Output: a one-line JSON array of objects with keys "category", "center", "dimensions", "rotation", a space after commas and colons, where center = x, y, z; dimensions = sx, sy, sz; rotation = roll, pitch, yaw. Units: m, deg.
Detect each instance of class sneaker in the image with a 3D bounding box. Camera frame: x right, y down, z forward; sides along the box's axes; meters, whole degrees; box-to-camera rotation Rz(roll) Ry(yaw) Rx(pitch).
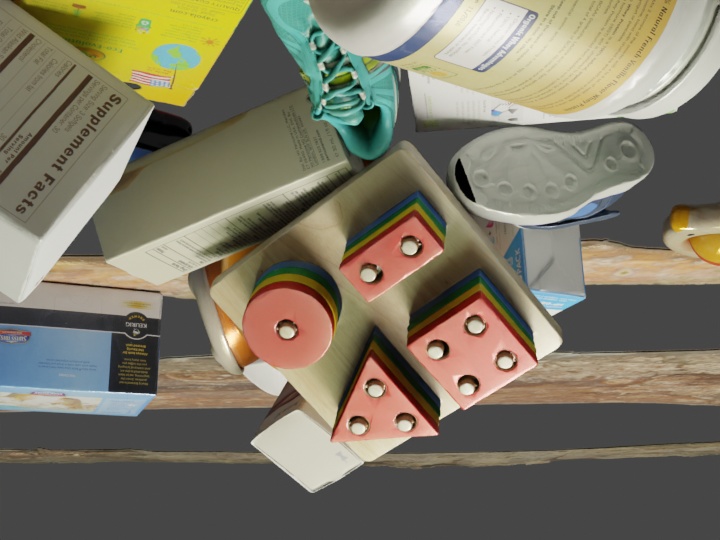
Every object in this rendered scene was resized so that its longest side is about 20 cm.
[{"category": "sneaker", "center": [-0.011, -0.139, 0.696], "dimensions": [0.077, 0.080, 0.200], "rotation": [-7, 159, 16]}, {"category": "sneaker", "center": [0.131, -0.063, 0.878], "dimensions": [0.200, 0.081, 0.146], "rotation": [-14, 170, -28]}]

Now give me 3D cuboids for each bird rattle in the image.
[{"category": "bird rattle", "center": [0.384, -0.041, 1.044], "dimensions": [0.163, 0.113, 0.200], "rotation": [5, 177, 18]}]

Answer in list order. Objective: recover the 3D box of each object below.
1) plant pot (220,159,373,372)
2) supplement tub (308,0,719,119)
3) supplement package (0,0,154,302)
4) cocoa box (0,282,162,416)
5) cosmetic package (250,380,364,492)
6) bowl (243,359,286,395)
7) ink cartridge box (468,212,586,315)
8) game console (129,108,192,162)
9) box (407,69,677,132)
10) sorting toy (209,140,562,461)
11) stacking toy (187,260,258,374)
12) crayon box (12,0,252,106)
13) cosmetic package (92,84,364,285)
[{"category": "plant pot", "center": [0.000, 0.000, 0.960], "dimensions": [0.200, 0.201, 0.183], "rotation": [-7, 175, 15]}, {"category": "supplement tub", "center": [0.087, -0.160, 0.544], "dimensions": [0.200, 0.145, 0.144], "rotation": [11, 157, -31]}, {"category": "supplement package", "center": [-0.246, -0.094, 0.628], "dimensions": [0.200, 0.117, 0.117], "rotation": [36, 151, -9]}, {"category": "cocoa box", "center": [-0.351, 0.098, 1.271], "dimensions": [0.200, 0.131, 0.133], "rotation": [6, 159, -21]}, {"category": "cosmetic package", "center": [-0.017, 0.113, 1.081], "dimensions": [0.087, 0.200, 0.103], "rotation": [40, 135, -11]}, {"category": "bowl", "center": [-0.050, 0.110, 1.419], "dimensions": [0.200, 0.075, 0.200], "rotation": [-4, 161, 10]}, {"category": "ink cartridge box", "center": [0.137, 0.000, 1.051], "dimensions": [0.068, 0.115, 0.200], "rotation": [6, 159, -21]}, {"category": "game console", "center": [-0.255, -0.057, 0.854], "dimensions": [0.172, 0.119, 0.200], "rotation": [14, 156, -36]}, {"category": "box", "center": [0.132, -0.150, 0.746], "dimensions": [0.200, 0.036, 0.144], "rotation": [-2, 161, 6]}, {"category": "sorting toy", "center": [0.016, 0.043, 0.797], "dimensions": [0.199, 0.070, 0.200], "rotation": [-35, 108, 21]}, {"category": "stacking toy", "center": [-0.070, 0.015, 1.104], "dimensions": [0.200, 0.146, 0.146], "rotation": [-17, 161, -2]}, {"category": "crayon box", "center": [-0.138, -0.172, 0.635], "dimensions": [0.127, 0.051, 0.200], "rotation": [8, 158, -24]}, {"category": "cosmetic package", "center": [-0.100, -0.064, 0.824], "dimensions": [0.200, 0.071, 0.105], "rotation": [-22, 165, 6]}]
